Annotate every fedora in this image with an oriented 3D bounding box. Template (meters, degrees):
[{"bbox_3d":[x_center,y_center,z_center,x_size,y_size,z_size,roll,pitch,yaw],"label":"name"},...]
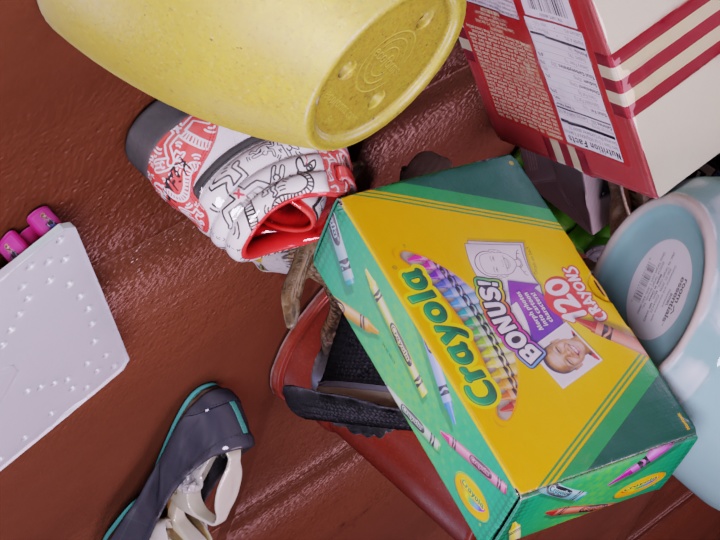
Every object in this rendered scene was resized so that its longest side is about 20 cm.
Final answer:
[{"bbox_3d":[0.056,0.052,1.221,0.200,0.200,0.092,15,81,-67],"label":"fedora"}]

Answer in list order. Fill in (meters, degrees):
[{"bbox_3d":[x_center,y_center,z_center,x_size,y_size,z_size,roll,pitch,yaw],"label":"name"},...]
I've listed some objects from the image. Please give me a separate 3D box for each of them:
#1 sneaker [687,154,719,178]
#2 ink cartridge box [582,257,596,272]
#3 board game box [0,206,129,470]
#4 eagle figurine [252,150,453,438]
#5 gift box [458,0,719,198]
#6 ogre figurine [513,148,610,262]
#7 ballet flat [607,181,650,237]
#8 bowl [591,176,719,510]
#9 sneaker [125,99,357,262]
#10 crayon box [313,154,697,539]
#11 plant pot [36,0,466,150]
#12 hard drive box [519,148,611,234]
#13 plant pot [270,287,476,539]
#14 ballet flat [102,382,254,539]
[{"bbox_3d":[0.190,-0.077,1.293,0.112,0.199,0.073,-95,-158,-71],"label":"sneaker"},{"bbox_3d":[0.166,0.072,1.657,0.084,0.145,0.199,-24,-174,-43],"label":"ink cartridge box"},{"bbox_3d":[-0.230,0.070,1.187,0.200,0.026,0.200,-39,159,-14],"label":"board game box"},{"bbox_3d":[-0.006,-0.002,1.345,0.152,0.151,0.200,-51,150,-11],"label":"eagle figurine"},{"bbox_3d":[0.166,-0.179,1.191,0.186,0.184,0.201,-34,126,-20],"label":"gift box"},{"bbox_3d":[0.196,-0.081,1.578,0.200,0.120,0.098,-33,156,-27],"label":"ogre figurine"},{"bbox_3d":[0.196,-0.072,1.399,0.067,0.062,0.200,-36,140,-14],"label":"ballet flat"},{"bbox_3d":[0.197,0.028,1.166,0.105,0.201,0.201,19,121,-26],"label":"bowl"},{"bbox_3d":[-0.024,-0.080,1.172,0.201,0.108,0.067,-33,157,-28],"label":"sneaker"},{"bbox_3d":[0.074,0.039,1.115,0.118,0.200,0.058,-15,149,-29],"label":"crayon box"},{"bbox_3d":[-0.033,-0.140,0.991,0.200,0.142,0.200,-38,160,-17],"label":"plant pot"},{"bbox_3d":[0.202,-0.148,1.453,0.200,0.077,0.156,-37,141,-16],"label":"hard drive box"},{"bbox_3d":[0.070,0.091,1.560,0.200,0.195,0.201,-38,159,-17],"label":"plant pot"},{"bbox_3d":[-0.130,0.170,1.511,0.073,0.073,0.200,-19,148,-50],"label":"ballet flat"}]
